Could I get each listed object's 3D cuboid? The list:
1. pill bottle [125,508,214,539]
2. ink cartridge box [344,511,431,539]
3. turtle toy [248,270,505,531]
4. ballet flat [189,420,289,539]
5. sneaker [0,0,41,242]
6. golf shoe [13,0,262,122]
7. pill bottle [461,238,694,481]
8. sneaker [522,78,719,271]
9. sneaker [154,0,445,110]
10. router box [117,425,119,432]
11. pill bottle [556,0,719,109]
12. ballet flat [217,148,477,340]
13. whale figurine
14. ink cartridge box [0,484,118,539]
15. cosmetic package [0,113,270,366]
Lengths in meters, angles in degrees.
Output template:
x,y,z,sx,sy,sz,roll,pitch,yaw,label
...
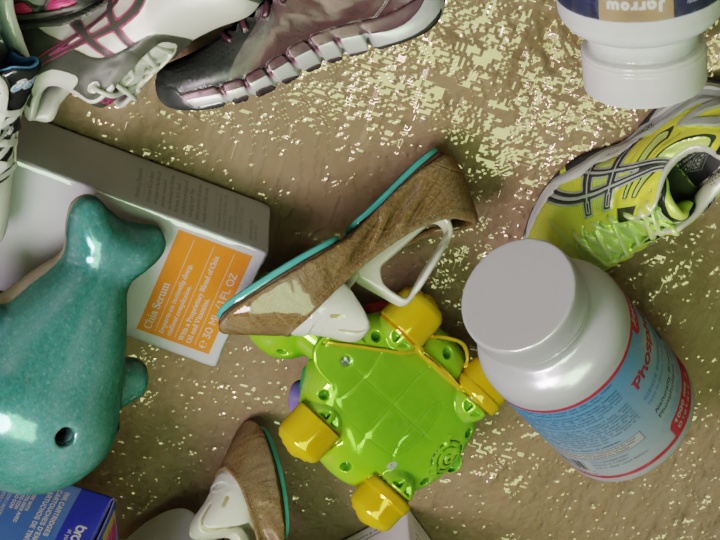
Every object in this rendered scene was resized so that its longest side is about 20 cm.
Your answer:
x,y,z,sx,sy,sz,roll,pitch,yaw,label
-0.097,0.278,1.705,0.115,0.116,0.200,-33,114,16,pill bottle
0.041,0.297,1.670,0.084,0.201,0.145,-29,117,14,ink cartridge box
0.001,0.074,1.601,0.146,0.101,0.200,-47,110,-3,turtle toy
-0.082,0.206,1.630,0.072,0.202,0.068,-5,164,-28,ballet flat
-0.236,-0.100,1.435,0.072,0.072,0.202,12,119,19,sneaker
-0.139,-0.147,1.447,0.199,0.077,0.089,-7,80,35,golf shoe
0.146,0.059,1.553,0.108,0.109,0.200,-28,144,14,pill bottle
0.184,-0.048,1.552,0.075,0.077,0.200,36,115,-22,sneaker
-0.052,-0.186,1.479,0.198,0.076,0.116,-21,113,-2,sneaker
-0.290,0.086,1.586,0.157,0.053,0.200,-33,133,26,router box
0.175,-0.210,1.441,0.110,0.111,0.202,-6,119,2,pill bottle
0.000,0.000,1.528,0.199,0.068,0.073,-37,87,-20,ballet flat
-0.193,0.055,1.487,0.159,0.104,0.201,28,97,-38,whale figurine
-0.239,0.202,1.573,0.198,0.077,0.137,18,141,11,ink cartridge box
-0.171,-0.022,1.561,0.198,0.071,0.102,20,117,-11,cosmetic package
